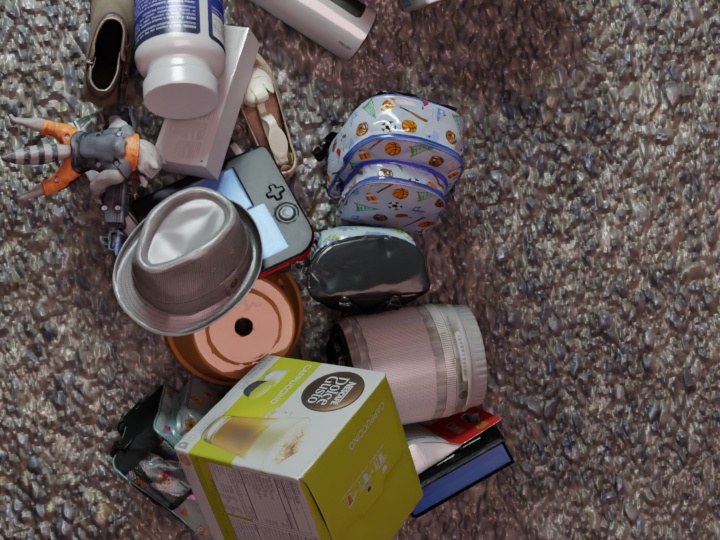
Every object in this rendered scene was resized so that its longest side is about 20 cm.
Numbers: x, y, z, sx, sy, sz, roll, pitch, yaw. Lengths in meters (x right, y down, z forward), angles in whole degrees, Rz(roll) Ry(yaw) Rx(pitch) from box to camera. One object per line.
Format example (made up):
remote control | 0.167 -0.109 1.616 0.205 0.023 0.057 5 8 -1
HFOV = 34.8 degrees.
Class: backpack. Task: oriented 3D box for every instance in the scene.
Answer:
backpack | -0.215 0.256 1.543 0.153 0.176 0.200 -37 106 5
backpack | 0.000 0.000 1.553 0.162 0.200 0.155 -3 74 -4
backpack | 0.051 -0.147 1.545 0.198 0.191 0.155 6 58 -15

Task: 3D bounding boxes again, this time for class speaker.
speaker | -0.081 -0.368 1.557 0.199 0.081 0.082 31 89 -14

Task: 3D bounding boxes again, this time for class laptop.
laptop | 0.133 0.295 1.612 0.176 0.200 0.104 -30 96 1

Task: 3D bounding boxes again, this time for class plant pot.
plant pot | -0.167 0.067 1.554 0.198 0.140 0.202 -2 97 -12

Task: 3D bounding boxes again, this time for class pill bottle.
pill bottle | -0.230 -0.302 1.461 0.115 0.116 0.202 0 68 -13

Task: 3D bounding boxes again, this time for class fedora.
fedora | -0.215 -0.027 1.408 0.200 0.090 0.177 -39 67 -18

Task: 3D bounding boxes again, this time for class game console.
game console | -0.176 -0.058 1.489 0.199 0.031 0.178 -25 70 -12

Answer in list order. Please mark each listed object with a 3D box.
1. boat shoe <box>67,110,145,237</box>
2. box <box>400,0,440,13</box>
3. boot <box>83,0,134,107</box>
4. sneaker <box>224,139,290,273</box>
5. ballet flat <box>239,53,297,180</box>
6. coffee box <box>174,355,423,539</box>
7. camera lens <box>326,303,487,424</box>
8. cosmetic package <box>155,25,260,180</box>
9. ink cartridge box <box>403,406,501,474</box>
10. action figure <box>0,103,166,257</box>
boat shoe | -0.317 -0.120 1.531 0.071 0.072 0.201 -32 100 -4
box | 0.149 -0.437 1.585 0.199 0.112 0.102 -21 101 -14
boot | -0.316 -0.309 1.472 0.070 0.146 0.202 4 95 -11
sneaker | -0.160 -0.075 1.554 0.082 0.070 0.201 -24 71 -7
ballet flat | -0.130 -0.217 1.568 0.068 0.067 0.201 -24 101 -10
coffee box | -0.069 0.249 1.417 0.200 0.197 0.201 -46 130 -42
camera lens | 0.060 0.133 1.604 0.198 0.160 0.161 -8 98 -12
cosmetic package | -0.202 -0.224 1.517 0.082 0.051 0.201 10 75 21
ink cartridge box | 0.082 0.233 1.620 0.199 0.161 0.050 -33 99 -10
action figure | -0.342 -0.119 1.449 0.192 0.105 0.202 -5 81 0
